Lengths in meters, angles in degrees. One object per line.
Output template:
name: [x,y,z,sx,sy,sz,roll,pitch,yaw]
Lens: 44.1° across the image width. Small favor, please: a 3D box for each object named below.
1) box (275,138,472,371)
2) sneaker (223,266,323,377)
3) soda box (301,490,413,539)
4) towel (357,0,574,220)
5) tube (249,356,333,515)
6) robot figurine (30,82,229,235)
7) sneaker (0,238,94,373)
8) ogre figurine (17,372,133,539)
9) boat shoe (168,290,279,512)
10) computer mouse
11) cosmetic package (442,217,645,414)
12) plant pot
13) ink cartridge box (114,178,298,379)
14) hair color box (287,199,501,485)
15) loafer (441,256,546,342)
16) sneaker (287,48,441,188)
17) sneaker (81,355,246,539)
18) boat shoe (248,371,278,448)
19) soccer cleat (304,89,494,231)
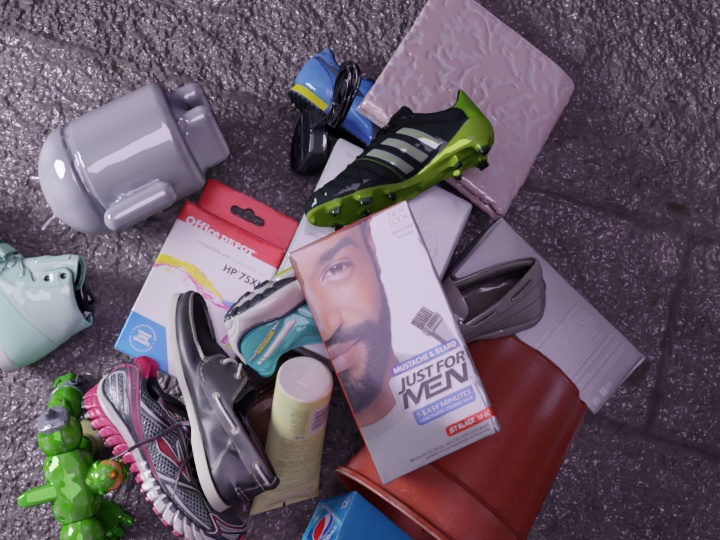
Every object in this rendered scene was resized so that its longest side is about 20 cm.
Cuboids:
box: [0.000,0.000,0.897,0.150,0.106,0.203,25,82,-3]
sneaker: [-0.028,0.023,0.812,0.198,0.078,0.081,-30,106,-3]
soda box: [0.034,0.301,0.849,0.200,0.064,0.068,44,48,-18]
towel: [0.116,-0.182,0.936,0.190,0.032,0.202,36,65,-5]
tube: [-0.064,0.166,0.838,0.057,0.203,0.052,18,42,8]
robot figurine: [-0.231,-0.108,0.879,0.197,0.114,0.171,-25,45,-2]
sneaker: [-0.338,-0.015,0.880,0.116,0.074,0.204,-25,96,-1]
ogre figurine: [-0.265,0.202,0.842,0.096,0.120,0.205,4,84,-4]
boat shoe: [-0.125,0.109,0.808,0.066,0.072,0.204,-21,71,7]
computer mouse: [-0.030,-0.144,0.868,0.033,0.200,0.060,5,74,-18]
cosmetic package: [0.177,0.049,0.911,0.090,0.107,0.200,-43,91,-8]
plant pot: [0.107,0.173,0.855,0.199,0.201,0.197,37,74,0]
ink cartridge box: [-0.150,0.012,0.900,0.114,0.067,0.203,25,82,-2]
hair color box: [0.027,0.058,0.739,0.109,0.064,0.203,-24,91,-1]
loafer: [0.077,0.038,0.805,0.196,0.070,0.071,-20,130,-15]
sneaker: [0.018,-0.155,0.938,0.199,0.066,0.079,40,78,0]
sneaker: [-0.172,0.173,0.823,0.074,0.081,0.201,-39,89,-1]
boat shoe: [-0.120,0.170,0.885,0.199,0.068,0.072,-42,89,-8]
soccer cleat: [0.031,-0.102,0.834,0.197,0.068,0.082,-25,68,-10]
